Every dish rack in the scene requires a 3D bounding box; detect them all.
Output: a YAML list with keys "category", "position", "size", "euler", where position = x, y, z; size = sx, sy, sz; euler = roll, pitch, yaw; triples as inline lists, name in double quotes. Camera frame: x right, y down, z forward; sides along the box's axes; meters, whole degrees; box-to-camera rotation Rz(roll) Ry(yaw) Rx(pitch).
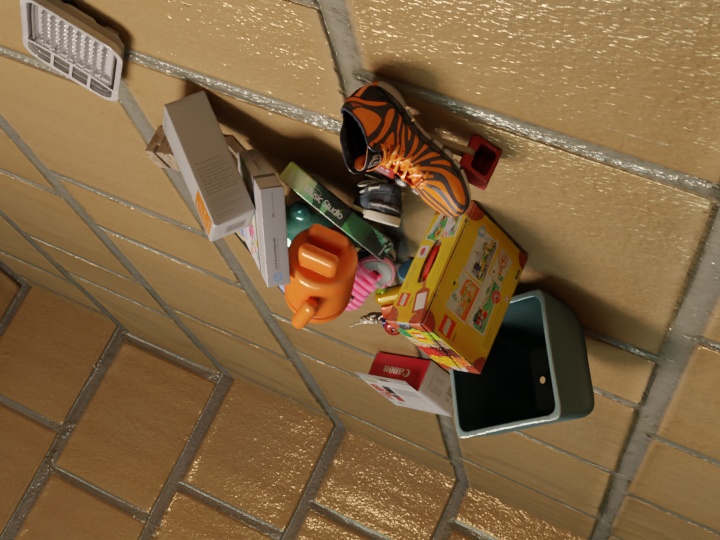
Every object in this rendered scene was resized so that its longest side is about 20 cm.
- category: "dish rack"
  position: [-0.433, -0.347, 1.485]
  size: [0.170, 0.044, 0.200]
  euler: [31, 162, -9]

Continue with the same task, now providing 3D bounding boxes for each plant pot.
- category: "plant pot"
  position: [0.278, 0.162, 1.575]
  size: [0.194, 0.200, 0.198]
  euler: [-20, 158, 38]

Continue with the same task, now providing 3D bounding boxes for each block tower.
- category: "block tower"
  position: [-0.284, -0.200, 1.653]
  size: [0.197, 0.059, 0.054]
  euler: [11, 158, 38]

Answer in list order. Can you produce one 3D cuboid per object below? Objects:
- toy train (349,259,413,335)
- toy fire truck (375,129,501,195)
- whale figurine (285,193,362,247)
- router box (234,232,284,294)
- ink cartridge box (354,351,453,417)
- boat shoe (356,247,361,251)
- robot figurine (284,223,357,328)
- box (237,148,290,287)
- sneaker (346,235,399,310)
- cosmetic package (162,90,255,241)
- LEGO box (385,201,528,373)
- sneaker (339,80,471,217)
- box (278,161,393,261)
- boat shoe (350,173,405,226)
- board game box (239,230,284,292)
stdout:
- category: "toy train"
  position: [0.044, 0.050, 1.740]
  size: [0.197, 0.086, 0.116]
  euler: [-13, 131, 23]
- category: "toy fire truck"
  position: [0.076, -0.154, 1.273]
  size: [0.197, 0.049, 0.141]
  euler: [27, 162, 4]
- category: "whale figurine"
  position: [-0.070, -0.059, 1.654]
  size: [0.197, 0.105, 0.159]
  euler: [9, 155, 36]
- category: "router box"
  position: [-0.153, -0.039, 1.810]
  size: [0.201, 0.052, 0.157]
  euler: [51, 159, -4]
- category: "ink cartridge box"
  position: [0.112, 0.257, 2.289]
  size: [0.175, 0.085, 0.198]
  euler: [39, 158, -34]
- category: "boat shoe"
  position: [-0.016, 0.000, 1.804]
  size: [0.073, 0.063, 0.198]
  euler: [38, 160, -31]
- category: "robot figurine"
  position: [-0.066, 0.010, 1.540]
  size: [0.114, 0.146, 0.201]
  euler: [-11, 152, -13]
- category: "box"
  position: [-0.153, -0.087, 1.519]
  size: [0.040, 0.159, 0.200]
  euler: [-8, -155, -13]
- category: "sneaker"
  position: [0.000, 0.000, 1.691]
  size: [0.079, 0.096, 0.199]
  euler: [38, 139, -23]
- category: "cosmetic package"
  position: [-0.235, -0.159, 1.495]
  size: [0.203, 0.070, 0.101]
  euler: [66, 164, 7]
- category: "LEGO box"
  position: [0.144, 0.025, 1.417]
  size: [0.076, 0.203, 0.149]
  euler: [3, 151, 50]
- category: "sneaker"
  position: [0.043, -0.129, 1.181]
  size: [0.200, 0.112, 0.078]
  euler: [48, 136, 2]
- category: "box"
  position: [-0.038, -0.095, 1.501]
  size: [0.199, 0.037, 0.144]
  euler: [37, -177, -6]
- category: "boat shoe"
  position: [0.028, -0.106, 1.441]
  size: [0.073, 0.063, 0.200]
  euler: [17, -176, -4]
- category: "board game box"
  position: [-0.151, -0.008, 1.746]
  size: [0.201, 0.019, 0.103]
  euler: [54, 163, -14]
